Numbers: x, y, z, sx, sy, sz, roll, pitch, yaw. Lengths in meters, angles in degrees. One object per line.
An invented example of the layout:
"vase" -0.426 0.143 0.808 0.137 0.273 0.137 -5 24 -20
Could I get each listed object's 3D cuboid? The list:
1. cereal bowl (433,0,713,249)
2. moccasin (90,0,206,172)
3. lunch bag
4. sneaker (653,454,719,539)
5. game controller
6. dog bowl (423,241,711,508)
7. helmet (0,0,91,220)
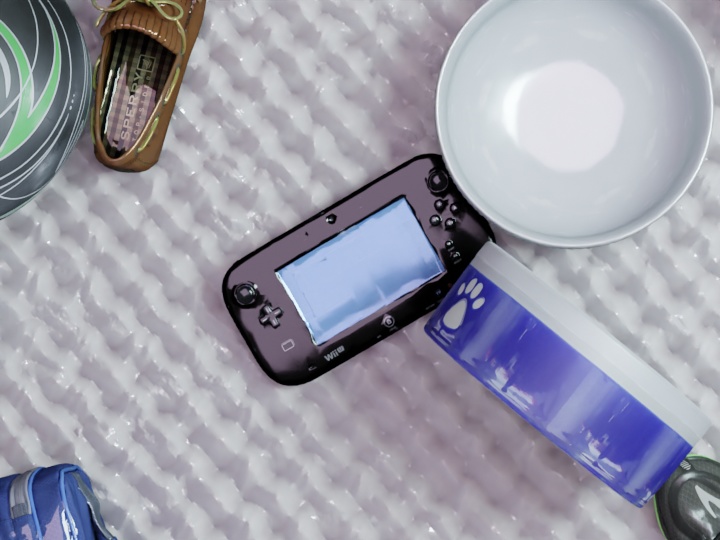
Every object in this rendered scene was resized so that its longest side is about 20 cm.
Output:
"cereal bowl" 0.152 -0.113 1.391 0.198 0.083 0.202 0 88 2
"moccasin" -0.160 -0.174 1.403 0.073 0.078 0.203 17 89 2
"lunch bag" -0.221 0.242 1.361 0.131 0.136 0.202 -18 88 1
"sneaker" 0.275 0.222 1.376 0.076 0.084 0.201 -27 88 0
"game controller" 0.000 0.000 1.412 0.199 0.042 0.105 -30 88 1
"dog bowl" 0.142 0.072 1.327 0.200 0.200 0.079 39 91 2
"helmet" -0.285 -0.128 1.349 0.199 0.200 0.192 -29 96 0
